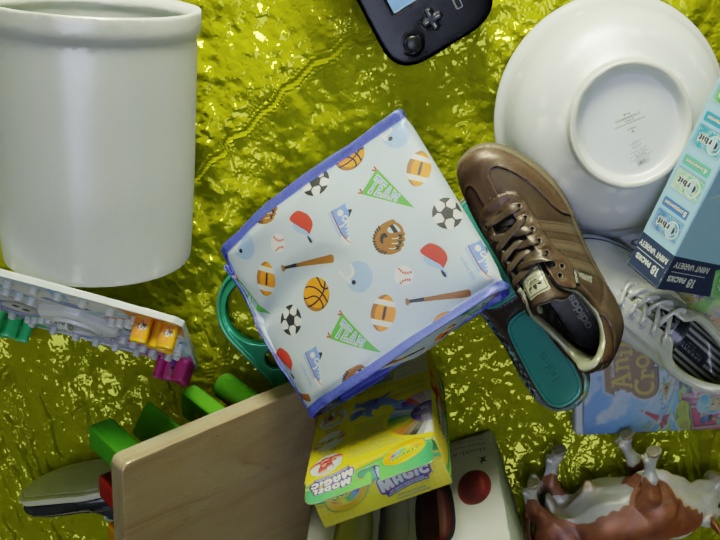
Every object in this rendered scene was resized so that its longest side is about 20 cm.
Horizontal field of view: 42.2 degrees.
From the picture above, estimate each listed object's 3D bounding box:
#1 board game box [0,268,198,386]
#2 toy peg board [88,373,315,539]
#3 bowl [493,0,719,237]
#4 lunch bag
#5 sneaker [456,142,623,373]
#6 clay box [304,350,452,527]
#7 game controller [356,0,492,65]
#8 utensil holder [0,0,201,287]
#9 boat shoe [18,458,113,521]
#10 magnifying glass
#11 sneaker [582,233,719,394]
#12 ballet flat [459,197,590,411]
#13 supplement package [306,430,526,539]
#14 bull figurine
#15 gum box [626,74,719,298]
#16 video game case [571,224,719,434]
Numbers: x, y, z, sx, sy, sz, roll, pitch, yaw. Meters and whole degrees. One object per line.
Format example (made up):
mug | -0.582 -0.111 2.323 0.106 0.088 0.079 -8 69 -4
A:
board game box | -0.241 0.049 0.791 0.195 0.200 0.026 15 73 -2
toy peg board | -0.146 0.200 0.834 0.097 0.198 0.204 26 122 41
bowl | 0.208 -0.121 0.751 0.196 0.090 0.206 1 102 4
lunch bag | 0.000 0.000 0.772 0.198 0.124 0.172 -34 78 6
sneaker | 0.143 -0.010 0.730 0.070 0.076 0.201 -35 96 27
clay box | 0.017 0.145 0.798 0.113 0.201 0.048 -22 107 10
game controller | 0.026 -0.272 0.746 0.103 0.042 0.202 -27 105 11
utensil holder | -0.210 -0.109 0.746 0.166 0.170 0.205 4 110 1
boat shoe | -0.233 0.221 0.904 0.195 0.072 0.069 -7 108 2
magnifying glass | -0.078 0.089 0.879 0.078 0.022 0.204 -15 107 7
sneaker | 0.247 0.034 0.790 0.198 0.071 0.074 32 89 -12
ballet flat | 0.139 0.028 0.820 0.073 0.074 0.204 -25 83 11
supplement package | 0.058 0.277 0.840 0.187 0.201 0.150 -18 107 8
bull figurine | 0.245 0.216 0.878 0.196 0.065 0.123 -20 113 11
gum box | 0.322 -0.073 0.729 0.167 0.045 0.203 7 115 -29
video game case | 0.283 0.052 0.849 0.177 0.022 0.205 -3 108 4
